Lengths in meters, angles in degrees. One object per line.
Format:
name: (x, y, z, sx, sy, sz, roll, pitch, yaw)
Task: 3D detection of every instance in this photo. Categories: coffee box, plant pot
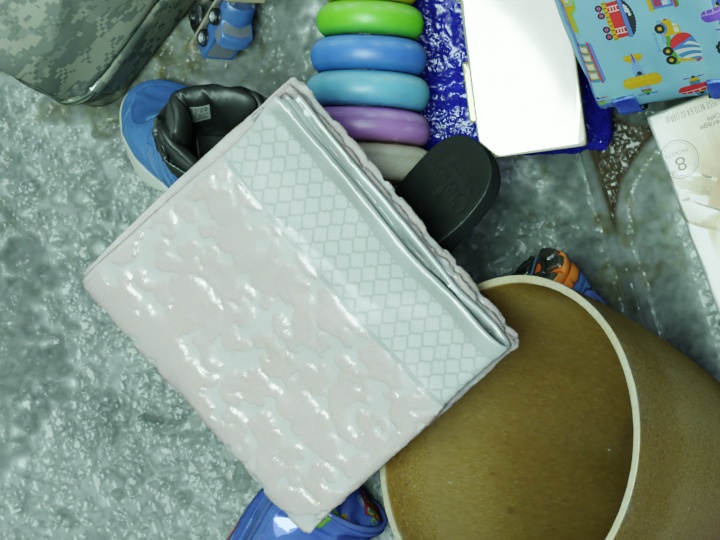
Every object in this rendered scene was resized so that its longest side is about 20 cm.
coffee box: (0.259, -0.017, 1.366, 0.114, 0.080, 0.201, -21, 89, 12)
plant pot: (0.144, 0.111, 1.330, 0.186, 0.200, 0.187, -12, 72, 41)

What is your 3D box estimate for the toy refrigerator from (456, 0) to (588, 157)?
toy refrigerator: (0.087, -0.168, 1.355, 0.070, 0.076, 0.201, -8, 93, 7)

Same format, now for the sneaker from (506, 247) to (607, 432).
sneaker: (0.084, 0.084, 1.417, 0.078, 0.075, 0.200, 36, 110, -13)

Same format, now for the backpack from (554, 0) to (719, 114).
backpack: (0.215, -0.190, 1.294, 0.199, 0.135, 0.183, -5, 126, 23)

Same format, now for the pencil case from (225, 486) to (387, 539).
pencil case: (-0.070, 0.209, 1.450, 0.200, 0.087, 0.078, -54, 53, 9)

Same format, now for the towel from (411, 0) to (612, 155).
towel: (0.077, -0.168, 1.414, 0.147, 0.050, 0.201, -3, 92, 13)

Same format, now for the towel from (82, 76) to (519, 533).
towel: (-0.037, 0.024, 1.295, 0.200, 0.032, 0.191, 49, 120, 2)

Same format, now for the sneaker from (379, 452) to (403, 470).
sneaker: (-0.032, 0.052, 1.413, 0.104, 0.075, 0.201, -30, 55, 18)

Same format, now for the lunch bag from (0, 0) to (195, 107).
lunch bag: (-0.172, -0.208, 1.406, 0.139, 0.168, 0.200, 42, 100, 7)

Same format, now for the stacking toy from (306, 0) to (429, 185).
stacking toy: (0.005, -0.153, 1.372, 0.085, 0.085, 0.201, 2, 89, 12)

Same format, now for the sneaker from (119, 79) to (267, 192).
sneaker: (-0.095, -0.083, 1.388, 0.077, 0.111, 0.200, -21, 46, -14)

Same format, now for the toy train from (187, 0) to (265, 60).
toy train: (-0.056, -0.193, 1.403, 0.200, 0.034, 0.046, -53, 48, 44)

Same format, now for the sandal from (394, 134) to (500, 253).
sandal: (0.000, 0.000, 1.328, 0.200, 0.045, 0.075, -51, 51, 14)
